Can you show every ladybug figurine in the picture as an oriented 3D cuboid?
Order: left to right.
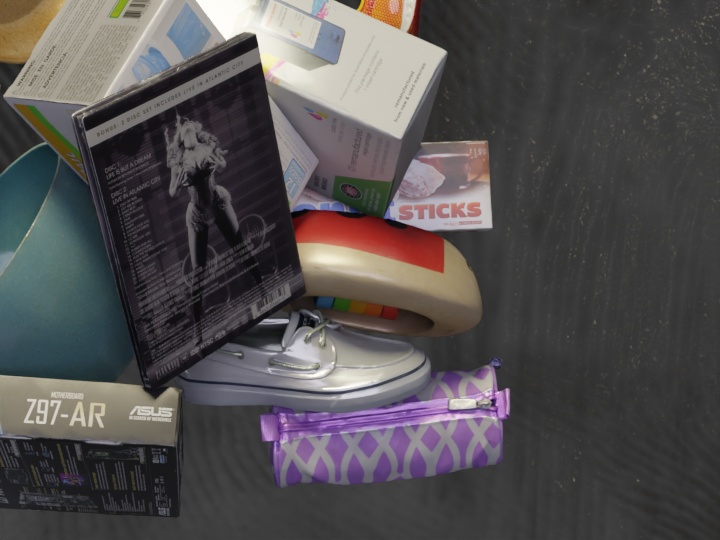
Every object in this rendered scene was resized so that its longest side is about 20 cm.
[{"bbox_3d":[0.000,0.000,1.145,0.197,0.136,0.073,11,74,-11],"label":"ladybug figurine"}]

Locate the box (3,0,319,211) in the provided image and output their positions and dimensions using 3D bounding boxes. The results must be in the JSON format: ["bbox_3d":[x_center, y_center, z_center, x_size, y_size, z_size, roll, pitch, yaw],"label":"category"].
[{"bbox_3d":[-0.134,-0.098,1.044,0.100,0.200,0.113,10,63,38],"label":"box"}]

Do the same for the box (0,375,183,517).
[{"bbox_3d":[-0.209,0.133,1.083,0.158,0.200,0.044,4,66,-4],"label":"box"}]

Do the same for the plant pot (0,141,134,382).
[{"bbox_3d":[-0.236,0.025,1.105,0.134,0.200,0.201,39,84,-25],"label":"plant pot"}]

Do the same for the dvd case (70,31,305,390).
[{"bbox_3d":[-0.109,-0.040,0.995,0.148,0.016,0.202,-32,126,-35],"label":"dvd case"}]

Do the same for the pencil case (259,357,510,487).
[{"bbox_3d":[0.021,0.123,1.162,0.197,0.086,0.085,-8,81,-4],"label":"pencil case"}]

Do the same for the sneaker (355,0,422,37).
[{"bbox_3d":[0.024,-0.279,1.192,0.076,0.073,0.203,11,83,6],"label":"sneaker"}]

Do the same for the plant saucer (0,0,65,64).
[{"bbox_3d":[-0.267,-0.260,1.125,0.035,0.200,0.203,14,85,31],"label":"plant saucer"}]

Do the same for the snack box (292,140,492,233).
[{"bbox_3d":[0.007,-0.064,1.201,0.197,0.024,0.073,-3,88,-5],"label":"snack box"}]

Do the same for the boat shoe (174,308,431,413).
[{"bbox_3d":[-0.045,0.064,1.124,0.197,0.074,0.068,-4,115,-1],"label":"boat shoe"}]

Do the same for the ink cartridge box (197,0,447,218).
[{"bbox_3d":[-0.049,-0.139,1.121,0.198,0.146,0.088,26,67,4],"label":"ink cartridge box"}]
